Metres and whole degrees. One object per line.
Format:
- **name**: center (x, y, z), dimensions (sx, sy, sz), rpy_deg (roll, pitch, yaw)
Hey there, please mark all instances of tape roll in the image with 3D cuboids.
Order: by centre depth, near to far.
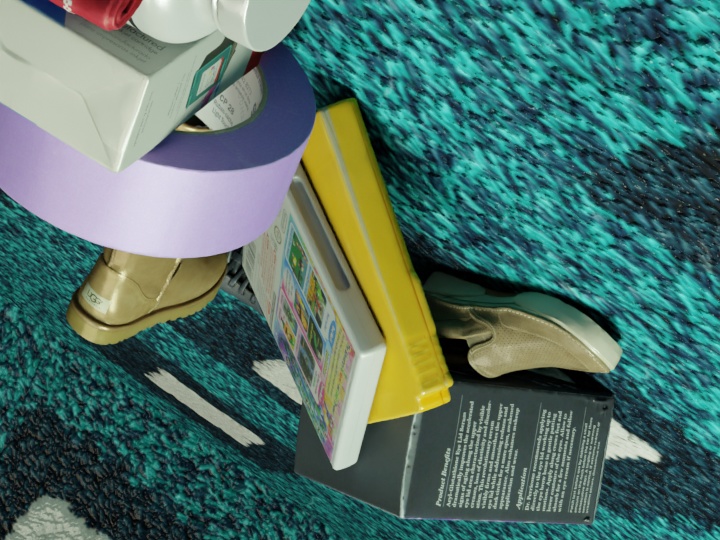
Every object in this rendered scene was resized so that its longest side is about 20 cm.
- **tape roll**: center (-0.128, -0.097, 1.025), dimensions (0.199, 0.200, 0.066), rpy_deg (31, 126, 8)

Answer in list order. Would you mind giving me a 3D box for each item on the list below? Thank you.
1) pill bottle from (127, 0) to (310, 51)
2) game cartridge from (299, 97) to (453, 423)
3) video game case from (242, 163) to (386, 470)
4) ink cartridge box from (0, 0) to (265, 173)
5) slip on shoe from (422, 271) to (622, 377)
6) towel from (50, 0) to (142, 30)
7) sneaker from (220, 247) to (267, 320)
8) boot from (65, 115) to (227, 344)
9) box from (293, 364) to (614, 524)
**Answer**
- **pill bottle**: center (-0.116, -0.186, 0.865), dimensions (0.199, 0.113, 0.113), rpy_deg (29, 166, 16)
- **game cartridge**: center (0.000, 0.000, 1.175), dimensions (0.176, 0.032, 0.202), rpy_deg (152, 97, -75)
- **video game case**: center (-0.037, 0.022, 1.229), dimensions (0.201, 0.023, 0.183), rpy_deg (103, 145, -62)
- **ink cartridge box**: center (-0.121, -0.146, 0.973), dimensions (0.115, 0.200, 0.068), rpy_deg (31, 127, 8)
- **slip on shoe**: center (0.105, 0.051, 1.272), dimensions (0.199, 0.061, 0.076), rpy_deg (18, 159, 48)
- **towel**: center (-0.153, -0.211, 0.808), dimensions (0.199, 0.146, 0.022), rpy_deg (29, 178, 19)
- **sneaker**: center (-0.090, -0.006, 1.456), dimensions (0.201, 0.077, 0.146), rpy_deg (31, -179, -33)
- **boot**: center (-0.116, -0.052, 1.236), dimensions (0.066, 0.175, 0.201), rpy_deg (35, 123, 9)
- **box**: center (0.071, 0.125, 1.352), dimensions (0.198, 0.106, 0.147), rpy_deg (7, -176, -35)
